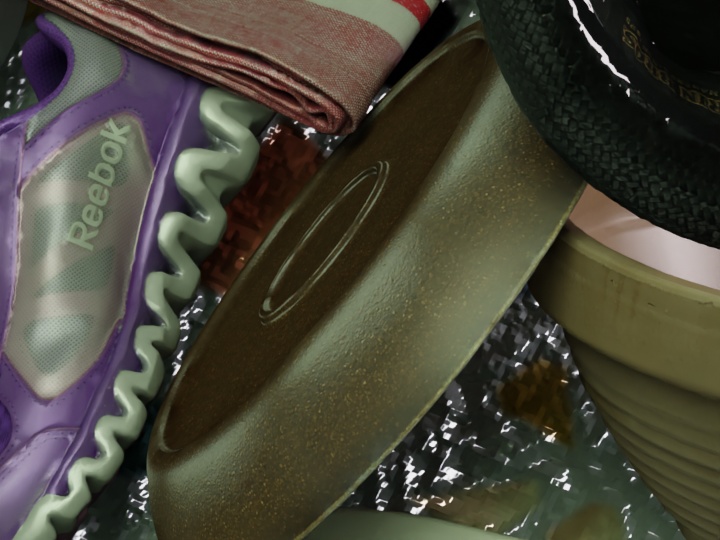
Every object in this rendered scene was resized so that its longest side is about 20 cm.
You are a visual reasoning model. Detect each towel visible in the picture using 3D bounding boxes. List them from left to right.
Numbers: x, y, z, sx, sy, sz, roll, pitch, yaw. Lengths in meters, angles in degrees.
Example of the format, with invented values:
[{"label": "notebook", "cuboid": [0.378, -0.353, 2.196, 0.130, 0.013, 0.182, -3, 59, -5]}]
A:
[{"label": "towel", "cuboid": [-0.024, -0.138, 0.825, 0.144, 0.023, 0.200, 25, 52, 9]}]

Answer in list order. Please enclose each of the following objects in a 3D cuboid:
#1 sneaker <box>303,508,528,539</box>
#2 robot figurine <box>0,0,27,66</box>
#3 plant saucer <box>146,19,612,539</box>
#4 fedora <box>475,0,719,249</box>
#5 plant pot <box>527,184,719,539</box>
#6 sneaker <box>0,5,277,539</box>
[{"label": "sneaker", "cuboid": [0.044, 0.119, 0.704, 0.200, 0.075, 0.085, 6, 72, 21]}, {"label": "robot figurine", "cuboid": [-0.192, -0.110, 0.850, 0.200, 0.113, 0.170, 21, 47, 23]}, {"label": "plant saucer", "cuboid": [0.000, 0.000, 0.713, 0.032, 0.200, 0.200, 37, 75, -11]}, {"label": "fedora", "cuboid": [0.121, -0.097, 0.630, 0.200, 0.201, 0.092, -24, 18, 2]}, {"label": "plant pot", "cuboid": [0.141, 0.031, 0.687, 0.200, 0.201, 0.093, 10, 107, 18]}, {"label": "sneaker", "cuboid": [-0.095, 0.001, 0.777, 0.088, 0.080, 0.200, 26, 64, -12]}]
